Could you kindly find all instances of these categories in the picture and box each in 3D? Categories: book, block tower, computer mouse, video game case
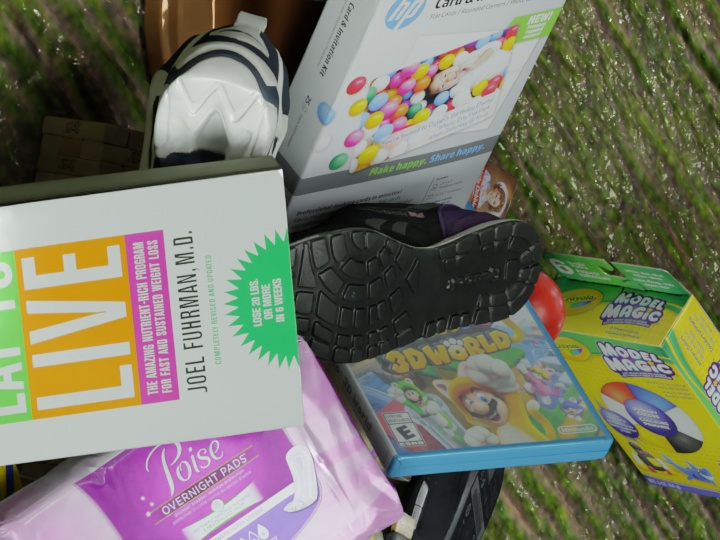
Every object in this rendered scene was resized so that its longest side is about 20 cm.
[{"bbox_3d":[-0.133,0.023,1.417,0.200,0.048,0.134,-8,105,-10],"label":"book"},{"bbox_3d":[-0.149,0.022,1.552,0.054,0.058,0.200,11,89,-44],"label":"block tower"},{"bbox_3d":[0.029,0.162,1.720,0.141,0.046,0.200,74,36,-57],"label":"computer mouse"},{"bbox_3d":[0.040,0.034,1.640,0.143,0.200,0.018,-3,135,-30],"label":"video game case"}]

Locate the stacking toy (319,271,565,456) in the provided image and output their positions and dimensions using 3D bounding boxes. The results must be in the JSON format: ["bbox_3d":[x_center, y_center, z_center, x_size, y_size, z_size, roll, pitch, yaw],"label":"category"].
[{"bbox_3d":[0.044,0.049,1.696,0.200,0.085,0.086,-21,110,-36],"label":"stacking toy"}]

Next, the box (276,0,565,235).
[{"bbox_3d":[0.028,-0.104,1.619,0.156,0.041,0.200,-14,141,-40],"label":"box"}]

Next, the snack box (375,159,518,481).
[{"bbox_3d":[0.033,0.021,1.752,0.072,0.024,0.200,30,75,-40],"label":"snack box"}]

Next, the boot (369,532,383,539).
[{"bbox_3d":[-0.052,0.106,1.595,0.155,0.072,0.200,28,69,-30],"label":"boot"}]

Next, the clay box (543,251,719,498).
[{"bbox_3d":[0.190,0.069,1.850,0.200,0.115,0.048,50,63,-35],"label":"clay box"}]

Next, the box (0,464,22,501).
[{"bbox_3d":[-0.237,0.031,1.462,0.070,0.064,0.200,-28,115,-38],"label":"box"}]

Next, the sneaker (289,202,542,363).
[{"bbox_3d":[0.000,0.000,1.597,0.200,0.087,0.076,-4,110,-43],"label":"sneaker"}]

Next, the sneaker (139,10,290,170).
[{"bbox_3d":[-0.082,-0.047,1.517,0.130,0.079,0.199,-72,174,-58],"label":"sneaker"}]

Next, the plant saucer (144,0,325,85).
[{"bbox_3d":[-0.037,-0.145,1.654,0.200,0.037,0.201,-7,100,-44],"label":"plant saucer"}]

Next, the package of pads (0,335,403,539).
[{"bbox_3d":[-0.091,0.128,1.483,0.200,0.076,0.121,-33,96,-22],"label":"package of pads"}]

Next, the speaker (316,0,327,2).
[{"bbox_3d":[0.037,-0.197,1.633,0.200,0.088,0.089,-10,103,-43],"label":"speaker"}]
